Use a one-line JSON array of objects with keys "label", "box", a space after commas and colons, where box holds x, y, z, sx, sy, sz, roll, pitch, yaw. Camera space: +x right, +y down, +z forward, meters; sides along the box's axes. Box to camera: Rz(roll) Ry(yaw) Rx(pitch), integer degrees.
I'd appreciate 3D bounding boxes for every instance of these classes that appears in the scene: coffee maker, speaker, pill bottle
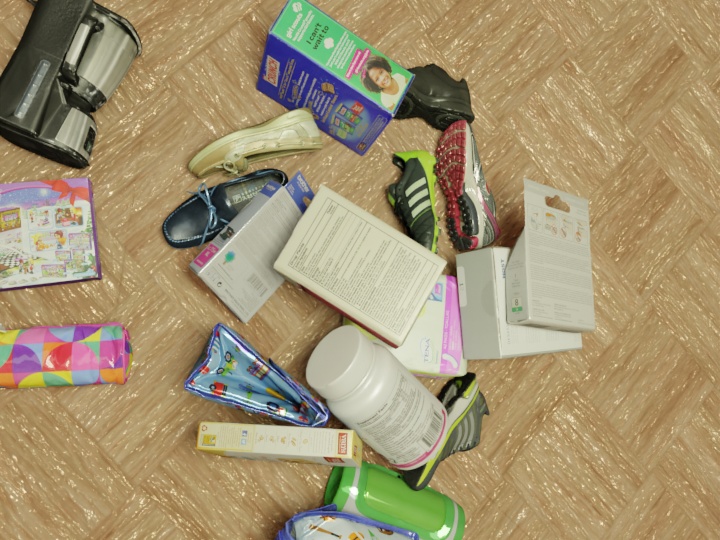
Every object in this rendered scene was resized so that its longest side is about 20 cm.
[{"label": "coffee maker", "box": [-0.419, -0.262, 0.843, 0.188, 0.135, 0.204, 19, 77, 12]}, {"label": "speaker", "box": [0.050, 0.342, 0.903, 0.197, 0.088, 0.090, 25, 78, -10]}, {"label": "pill bottle", "box": [0.023, 0.172, 0.850, 0.114, 0.113, 0.200, -51, 120, -14]}]

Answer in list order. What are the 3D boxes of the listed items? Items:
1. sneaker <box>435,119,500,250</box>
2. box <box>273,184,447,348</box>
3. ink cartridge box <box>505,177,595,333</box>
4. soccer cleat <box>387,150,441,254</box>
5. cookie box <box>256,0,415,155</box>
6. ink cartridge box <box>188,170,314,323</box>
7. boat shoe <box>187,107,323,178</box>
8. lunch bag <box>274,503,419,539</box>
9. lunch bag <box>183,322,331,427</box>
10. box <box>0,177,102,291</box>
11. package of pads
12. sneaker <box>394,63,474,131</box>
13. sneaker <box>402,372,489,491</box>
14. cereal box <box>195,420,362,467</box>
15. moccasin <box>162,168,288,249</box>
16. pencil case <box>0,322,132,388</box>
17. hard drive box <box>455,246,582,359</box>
[{"label": "sneaker", "box": [0.172, -0.136, 0.998, 0.073, 0.080, 0.205, -10, 94, -29]}, {"label": "box", "box": [0.000, 0.000, 0.851, 0.198, 0.109, 0.129, 32, 83, 5]}, {"label": "ink cartridge box", "box": [0.277, -0.017, 0.917, 0.158, 0.050, 0.205, 10, 73, -36]}, {"label": "soccer cleat", "box": [0.081, -0.093, 0.965, 0.079, 0.068, 0.205, 1, 67, -1]}, {"label": "cookie box", "box": [-0.043, -0.274, 0.905, 0.197, 0.171, 0.076, 31, 75, -9]}, {"label": "ink cartridge box", "box": [-0.136, -0.037, 0.891, 0.200, 0.042, 0.120, -47, 135, -13]}, {"label": "boat shoe", "box": [-0.153, -0.173, 0.914, 0.197, 0.073, 0.064, -24, 93, -13]}, {"label": "lunch bag", "box": [-0.037, 0.411, 0.826, 0.196, 0.125, 0.173, 19, 115, -14]}, {"label": "lunch bag", "box": [-0.129, 0.160, 0.843, 0.197, 0.150, 0.095, 31, 78, -9]}, {"label": "box", "box": [-0.459, -0.046, 0.840, 0.195, 0.039, 0.141, -7, 86, -15]}, {"label": "package of pads", "box": [0.070, 0.079, 0.947, 0.195, 0.068, 0.159, 9, 80, -12]}, {"label": "sneaker", "box": [0.092, -0.289, 0.997, 0.196, 0.076, 0.093, 13, 68, -25]}, {"label": "sneaker", "box": [0.136, 0.247, 0.926, 0.081, 0.073, 0.200, 50, 58, -12]}, {"label": "cereal box", "box": [-0.098, 0.229, 0.817, 0.195, 0.144, 0.040, 2, 69, 7]}, {"label": "moccasin", "box": [-0.196, -0.102, 0.898, 0.198, 0.068, 0.081, -34, 92, -16]}, {"label": "pencil case", "box": [-0.401, 0.110, 0.816, 0.195, 0.088, 0.091, 2, 83, -16]}, {"label": "hard drive box", "box": [0.246, 0.049, 0.956, 0.197, 0.076, 0.160, 2, 82, -37]}]
